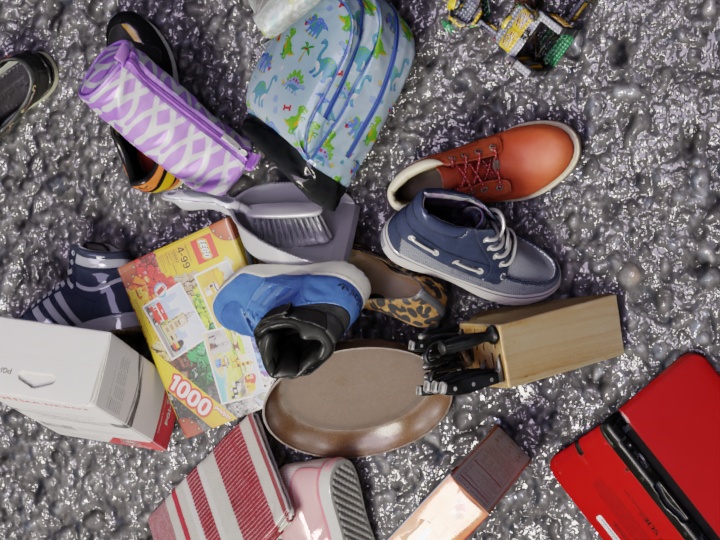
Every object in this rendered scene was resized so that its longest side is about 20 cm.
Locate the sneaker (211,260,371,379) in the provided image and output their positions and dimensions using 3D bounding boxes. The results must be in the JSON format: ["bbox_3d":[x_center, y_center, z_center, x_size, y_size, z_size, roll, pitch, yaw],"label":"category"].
[{"bbox_3d":[-0.089,0.055,1.479,0.198,0.112,0.077,-6,128,37],"label":"sneaker"}]

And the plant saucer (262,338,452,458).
[{"bbox_3d":[-0.004,0.129,1.552,0.199,0.200,0.032,-25,49,20],"label":"plant saucer"}]

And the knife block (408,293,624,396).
[{"bbox_3d":[0.152,0.077,1.464,0.197,0.175,0.065,-8,96,14],"label":"knife block"}]

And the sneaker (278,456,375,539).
[{"bbox_3d":[-0.044,0.299,1.632,0.104,0.075,0.203,-3,104,34],"label":"sneaker"}]

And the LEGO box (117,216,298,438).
[{"bbox_3d":[-0.153,0.059,1.628,0.148,0.077,0.202,-23,90,21],"label":"LEGO box"}]

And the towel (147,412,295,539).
[{"bbox_3d":[-0.155,0.271,1.648,0.200,0.023,0.145,-46,48,24],"label":"towel"}]

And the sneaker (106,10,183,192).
[{"bbox_3d":[-0.240,-0.183,1.617,0.069,0.090,0.203,-12,94,20],"label":"sneaker"}]

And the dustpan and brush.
[{"bbox_3d":[-0.106,-0.056,1.543,0.197,0.140,0.058,1,125,8],"label":"dustpan and brush"}]

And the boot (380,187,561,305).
[{"bbox_3d":[0.125,-0.023,1.466,0.198,0.090,0.074,12,63,-20],"label":"boot"}]

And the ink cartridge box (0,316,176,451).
[{"bbox_3d":[-0.300,0.124,1.618,0.145,0.200,0.084,7,72,18],"label":"ink cartridge box"}]

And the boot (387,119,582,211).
[{"bbox_3d":[0.122,-0.097,1.496,0.198,0.107,0.076,-17,91,19],"label":"boot"}]

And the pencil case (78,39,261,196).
[{"bbox_3d":[-0.198,-0.155,1.557,0.085,0.199,0.085,-8,53,52],"label":"pencil case"}]

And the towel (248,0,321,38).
[{"bbox_3d":[-0.049,-0.340,1.494,0.171,0.048,0.201,-40,40,19],"label":"towel"}]

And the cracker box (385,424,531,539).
[{"bbox_3d":[0.092,0.242,1.503,0.058,0.200,0.134,44,109,8],"label":"cracker box"}]

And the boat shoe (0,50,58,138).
[{"bbox_3d":[-0.431,-0.177,1.702,0.201,0.063,0.074,-37,87,22],"label":"boat shoe"}]

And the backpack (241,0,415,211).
[{"bbox_3d":[-0.031,-0.191,1.516,0.200,0.154,0.163,-46,41,2],"label":"backpack"}]

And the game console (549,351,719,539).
[{"bbox_3d":[0.322,0.217,1.517,0.201,0.118,0.172,52,141,6],"label":"game console"}]

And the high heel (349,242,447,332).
[{"bbox_3d":[0.000,0.000,1.528,0.198,0.143,0.072,27,79,8],"label":"high heel"}]

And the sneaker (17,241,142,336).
[{"bbox_3d":[-0.333,0.029,1.693,0.198,0.070,0.110,-10,88,25],"label":"sneaker"}]

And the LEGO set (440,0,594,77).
[{"bbox_3d":[0.167,-0.281,1.445,0.200,0.116,0.154,-45,82,19],"label":"LEGO set"}]
